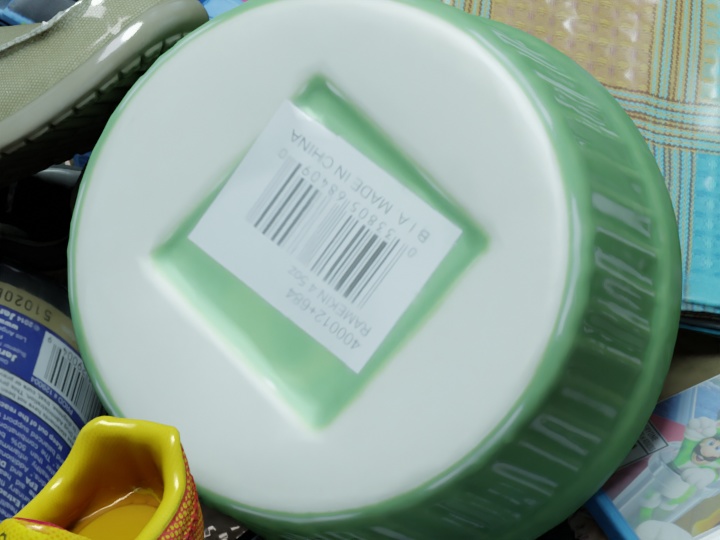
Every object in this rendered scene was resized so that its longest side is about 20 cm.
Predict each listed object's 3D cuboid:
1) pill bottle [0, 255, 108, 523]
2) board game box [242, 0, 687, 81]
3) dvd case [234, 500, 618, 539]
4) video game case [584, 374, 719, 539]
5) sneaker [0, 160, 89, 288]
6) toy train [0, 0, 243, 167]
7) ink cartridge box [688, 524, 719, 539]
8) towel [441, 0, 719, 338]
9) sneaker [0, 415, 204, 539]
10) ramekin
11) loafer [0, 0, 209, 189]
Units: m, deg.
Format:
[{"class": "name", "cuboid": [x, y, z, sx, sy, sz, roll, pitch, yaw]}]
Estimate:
[{"class": "pill bottle", "cuboid": [-0.157, 0.098, 0.938, 0.112, 0.112, 0.200, -2, 47, 16]}, {"class": "board game box", "cuboid": [0.042, -0.107, 1.103, 0.200, 0.064, 0.148, 30, 61, 37]}, {"class": "dvd case", "cuboid": [0.043, 0.128, 0.911, 0.143, 0.018, 0.200, -37, 49, -17]}, {"class": "video game case", "cuboid": [0.188, 0.069, 0.907, 0.200, 0.018, 0.143, -23, 44, -12]}, {"class": "sneaker", "cuboid": [-0.152, -0.012, 1.042, 0.200, 0.082, 0.077, -11, 44, 32]}, {"class": "toy train", "cuboid": [-0.054, -0.057, 1.049, 0.200, 0.114, 0.087, 30, 63, 37]}, {"class": "ink cartridge box", "cuboid": [0.161, 0.162, 0.791, 0.109, 0.050, 0.200, -27, 71, 8]}, {"class": "towel", "cuboid": [0.095, -0.076, 1.006, 0.147, 0.022, 0.200, 9, 67, -7]}, {"class": "sneaker", "cuboid": [-0.109, 0.118, 0.786, 0.073, 0.077, 0.200, 6, 39, 20]}, {"class": "ramekin", "cuboid": [0.000, 0.000, 0.899, 0.200, 0.098, 0.200, -3, 80, 18]}, {"class": "loafer", "cuboid": [-0.143, -0.060, 0.945, 0.200, 0.076, 0.068, -27, 85, 25]}]
